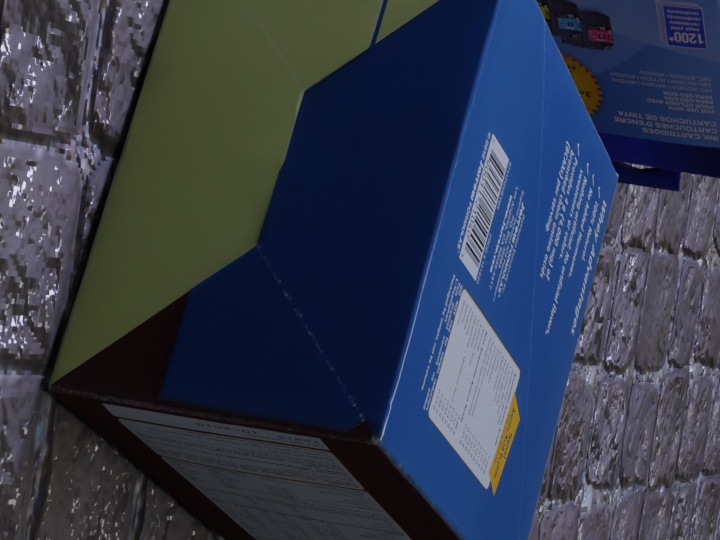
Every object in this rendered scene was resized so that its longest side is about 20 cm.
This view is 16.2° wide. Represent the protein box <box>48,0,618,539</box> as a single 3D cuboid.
[{"bbox_3d":[0.000,0.000,1.010,0.200,0.135,0.199,53,49,-62],"label":"protein box"}]

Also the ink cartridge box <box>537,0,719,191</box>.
[{"bbox_3d":[0.140,-0.126,1.321,0.200,0.136,0.076,72,35,-49],"label":"ink cartridge box"}]
